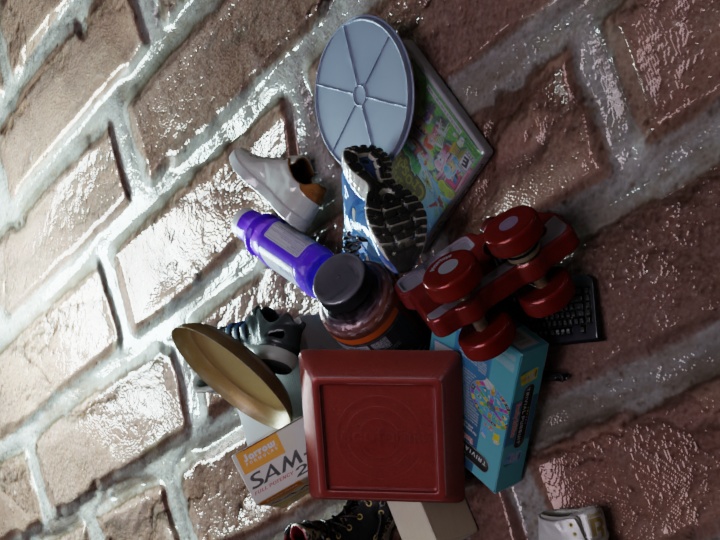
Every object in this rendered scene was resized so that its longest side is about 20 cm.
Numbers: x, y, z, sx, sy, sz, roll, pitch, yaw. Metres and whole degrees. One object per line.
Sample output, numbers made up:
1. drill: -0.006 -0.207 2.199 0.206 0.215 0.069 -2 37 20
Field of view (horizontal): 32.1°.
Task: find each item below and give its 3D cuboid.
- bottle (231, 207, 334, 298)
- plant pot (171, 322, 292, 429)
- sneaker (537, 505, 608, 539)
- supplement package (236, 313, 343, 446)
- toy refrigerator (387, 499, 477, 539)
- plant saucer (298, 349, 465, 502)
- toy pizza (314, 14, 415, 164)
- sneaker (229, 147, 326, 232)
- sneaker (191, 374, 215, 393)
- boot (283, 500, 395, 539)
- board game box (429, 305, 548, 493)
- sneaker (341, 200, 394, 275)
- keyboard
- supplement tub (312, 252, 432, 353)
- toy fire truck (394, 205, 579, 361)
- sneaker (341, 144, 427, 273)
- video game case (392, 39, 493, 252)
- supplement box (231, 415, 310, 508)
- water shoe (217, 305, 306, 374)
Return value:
1. bottle: -0.109 -0.031 1.770 0.065 0.084 0.199 -49 46 -9
2. plant pot: -0.162 0.133 1.634 0.199 0.028 0.201 33 156 17
3. sneaker: 0.268 0.324 1.387 0.198 0.073 0.118 7 104 50
4. supplement package: -0.076 0.149 1.726 0.199 0.118 0.123 -34 68 46
5. toy refrigerator: 0.067 0.260 1.611 0.070 0.075 0.202 -41 65 44
6. plant saucer: 0.025 0.195 1.508 0.196 0.037 0.203 0 109 9
7. toy pizza: 0.010 -0.225 1.610 0.199 0.031 0.204 9 102 51
8. sneaker: -0.111 -0.136 1.782 0.200 0.072 0.085 42 101 39
9. sneaker: -0.192 0.134 1.888 0.200 0.086 0.076 -51 57 39
10. boot: -0.024 0.333 1.669 0.073 0.149 0.203 32 119 41
11. board game box: 0.143 0.139 1.500 0.151 0.046 0.203 38 133 41
12. sneaker: 0.000 0.000 1.640 0.078 0.089 0.204 -5 91 49
13. keyboard: 0.203 0.077 1.468 0.199 0.020 0.129 -10 88 51
14. supplement tub: 0.017 0.059 1.537 0.105 0.200 0.108 -15 52 21
15. toy fire truck: 0.142 -0.005 1.421 0.113 0.199 0.168 56 178 -27
16. sneaker: 0.026 -0.064 1.531 0.201 0.077 0.090 -112 22 -44
17. video game case: 0.067 -0.156 1.591 0.201 0.022 0.183 57 133 27
18. supplement box: -0.083 0.254 1.666 0.125 0.200 0.074 -29 76 1
19. water shoe: -0.136 0.088 1.666 0.199 0.071 0.080 7 70 52
